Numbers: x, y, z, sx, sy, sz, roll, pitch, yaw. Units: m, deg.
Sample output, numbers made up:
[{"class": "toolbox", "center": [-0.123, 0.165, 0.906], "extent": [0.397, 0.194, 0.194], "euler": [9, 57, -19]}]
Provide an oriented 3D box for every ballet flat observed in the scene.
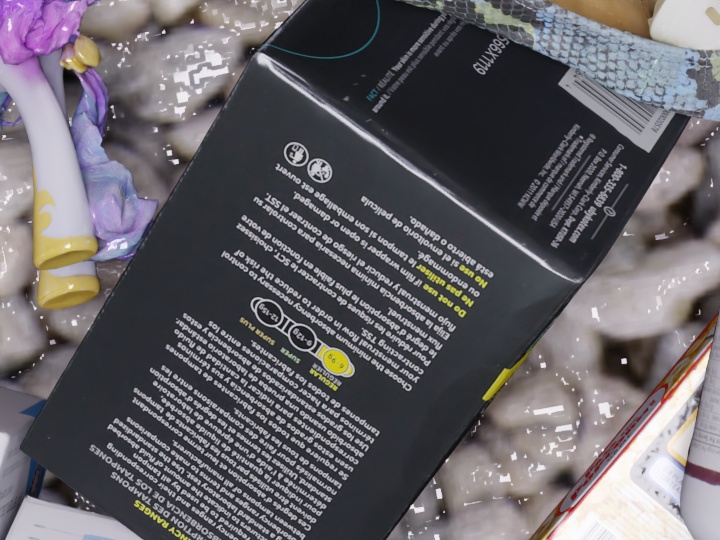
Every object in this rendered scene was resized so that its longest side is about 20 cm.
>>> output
[{"class": "ballet flat", "center": [0.078, -0.101, 0.914], "extent": [0.200, 0.074, 0.074], "euler": [14, 92, -23]}]

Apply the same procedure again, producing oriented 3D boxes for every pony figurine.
[{"class": "pony figurine", "center": [-0.134, -0.088, 1.015], "extent": [0.193, 0.166, 0.200], "euler": [-21, 73, 31]}]

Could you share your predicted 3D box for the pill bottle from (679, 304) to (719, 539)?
[{"class": "pill bottle", "center": [0.173, 0.051, 0.979], "extent": [0.109, 0.110, 0.200], "euler": [11, 91, 2]}]

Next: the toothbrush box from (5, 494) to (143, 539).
[{"class": "toothbrush box", "center": [-0.111, 0.206, 0.986], "extent": [0.086, 0.146, 0.200], "euler": [13, 117, 2]}]

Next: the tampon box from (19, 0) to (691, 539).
[{"class": "tampon box", "center": [0.000, 0.000, 0.970], "extent": [0.126, 0.150, 0.200], "euler": [36, 128, 2]}]

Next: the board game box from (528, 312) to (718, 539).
[{"class": "board game box", "center": [0.183, 0.078, 1.058], "extent": [0.151, 0.046, 0.200], "euler": [40, 92, 1]}]

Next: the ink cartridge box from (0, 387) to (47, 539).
[{"class": "ink cartridge box", "center": [-0.212, 0.130, 1.022], "extent": [0.146, 0.147, 0.200], "euler": [16, 92, 1]}]
